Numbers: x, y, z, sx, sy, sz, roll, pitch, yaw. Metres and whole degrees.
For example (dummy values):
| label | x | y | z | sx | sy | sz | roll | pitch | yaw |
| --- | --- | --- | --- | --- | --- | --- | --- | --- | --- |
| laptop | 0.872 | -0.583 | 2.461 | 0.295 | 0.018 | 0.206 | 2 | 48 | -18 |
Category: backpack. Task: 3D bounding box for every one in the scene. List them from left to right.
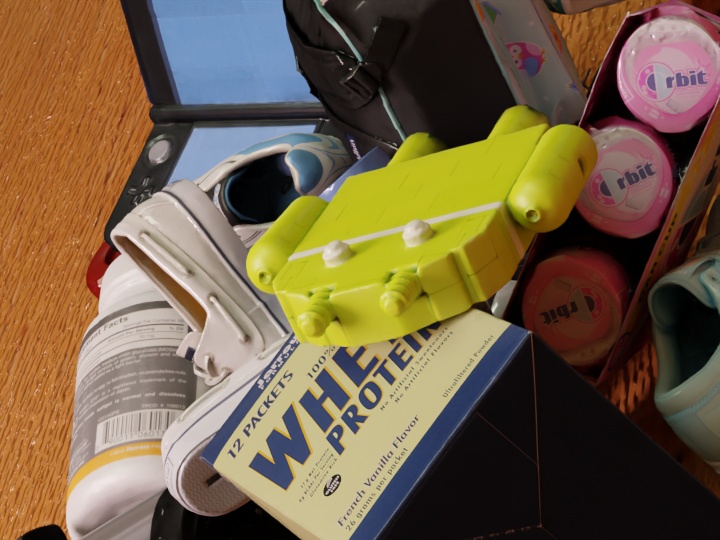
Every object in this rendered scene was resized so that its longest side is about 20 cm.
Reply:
| label | x | y | z | sx | sy | sz | roll | pitch | yaw |
| --- | --- | --- | --- | --- | --- | --- | --- | --- | --- |
| backpack | 0.039 | -0.134 | 1.486 | 0.153 | 0.176 | 0.200 | -36 | 23 | -9 |

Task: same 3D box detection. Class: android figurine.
| label | x | y | z | sx | sy | sz | roll | pitch | yaw |
| --- | --- | --- | --- | --- | --- | --- | --- | --- | --- |
| android figurine | 0.028 | -0.022 | 1.212 | 0.182 | 0.041 | 0.200 | -13 | 22 | 30 |

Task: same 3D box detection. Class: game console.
| label | x | y | z | sx | sy | sz | roll | pitch | yaw |
| --- | --- | --- | --- | --- | --- | --- | --- | --- | --- |
| game console | -0.098 | -0.110 | 1.637 | 0.200 | 0.118 | 0.171 | 1 | 57 | 39 |

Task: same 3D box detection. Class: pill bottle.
| label | x | y | z | sx | sy | sz | roll | pitch | yaw |
| --- | --- | --- | --- | --- | --- | --- | --- | --- | --- |
| pill bottle | -0.120 | 0.085 | 1.511 | 0.116 | 0.116 | 0.200 | -35 | 37 | 30 |

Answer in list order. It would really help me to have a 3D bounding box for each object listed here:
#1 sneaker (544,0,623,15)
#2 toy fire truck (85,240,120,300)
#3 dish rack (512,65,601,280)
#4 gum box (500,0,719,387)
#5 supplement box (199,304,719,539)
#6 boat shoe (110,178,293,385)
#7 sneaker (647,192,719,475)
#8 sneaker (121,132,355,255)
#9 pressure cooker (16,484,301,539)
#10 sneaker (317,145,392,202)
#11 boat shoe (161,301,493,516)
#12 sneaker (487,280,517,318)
| label | x | y | z | sx | sy | sz | roll | pitch | yaw |
| --- | --- | --- | --- | --- | --- | --- | --- | --- | --- |
| sneaker | 0.196 | -0.205 | 1.499 | 0.200 | 0.070 | 0.093 | -20 | 30 | -1 |
| toy fire truck | -0.139 | 0.038 | 1.749 | 0.200 | 0.129 | 0.176 | -48 | 25 | -15 |
| dish rack | 0.150 | -0.076 | 1.481 | 0.153 | 0.055 | 0.200 | -10 | 48 | 52 |
| gum box | 0.151 | -0.049 | 1.302 | 0.200 | 0.066 | 0.113 | -69 | -15 | 17 |
| supplement box | 0.062 | 0.119 | 1.215 | 0.134 | 0.200 | 0.200 | -52 | 26 | -8 |
| boat shoe | -0.077 | 0.039 | 1.454 | 0.070 | 0.200 | 0.071 | -34 | -9 | -23 |
| sneaker | 0.192 | 0.011 | 1.275 | 0.074 | 0.082 | 0.200 | -31 | 33 | 34 |
| sneaker | -0.089 | -0.039 | 1.570 | 0.200 | 0.072 | 0.072 | -25 | 74 | 36 |
| pressure cooker | -0.116 | 0.229 | 1.388 | 0.200 | 0.179 | 0.176 | -32 | 38 | 27 |
| sneaker | 0.000 | 0.000 | 1.432 | 0.070 | 0.078 | 0.200 | -41 | -10 | -26 |
| boat shoe | -0.025 | 0.056 | 1.325 | 0.200 | 0.074 | 0.067 | -28 | 30 | -6 |
| sneaker | 0.022 | 0.090 | 1.379 | 0.112 | 0.073 | 0.200 | 17 | 84 | 21 |
